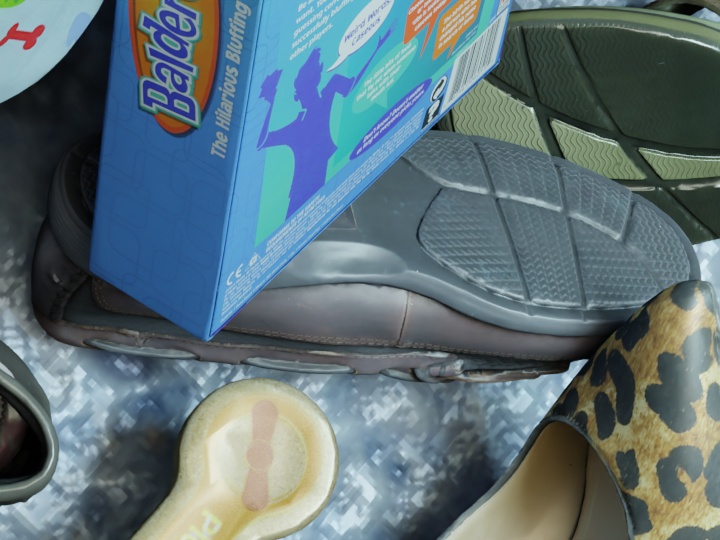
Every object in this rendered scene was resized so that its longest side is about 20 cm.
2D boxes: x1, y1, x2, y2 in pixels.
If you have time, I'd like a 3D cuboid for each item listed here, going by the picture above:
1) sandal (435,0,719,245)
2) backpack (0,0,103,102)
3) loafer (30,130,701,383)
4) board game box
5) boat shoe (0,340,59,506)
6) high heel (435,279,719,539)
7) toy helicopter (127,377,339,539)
[{"bbox_3d":[0.120,-0.054,0.892,0.201,0.057,0.080,-3,120,-9],"label":"sandal"},{"bbox_3d":[-0.148,-0.133,0.679,0.200,0.147,0.183,22,83,13],"label":"backpack"},{"bbox_3d":[0.000,0.000,0.844,0.200,0.063,0.072,6,49,-20],"label":"loafer"},{"bbox_3d":[-0.002,-0.099,0.740,0.045,0.200,0.152,31,48,17],"label":"board game box"},{"bbox_3d":[-0.167,0.009,0.773,0.200,0.057,0.067,28,82,-23],"label":"boat shoe"},{"bbox_3d":[0.028,0.090,0.823,0.142,0.071,0.200,-4,127,-28],"label":"high heel"},{"bbox_3d":[-0.068,0.119,0.794,0.132,0.079,0.200,39,76,-1],"label":"toy helicopter"}]
